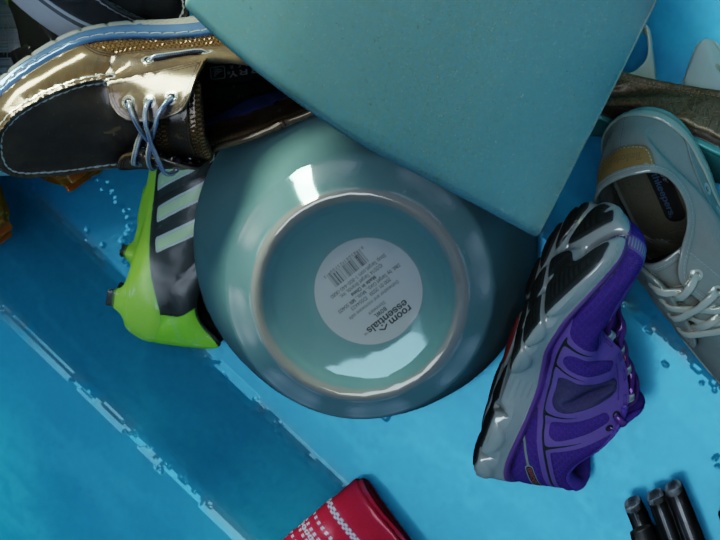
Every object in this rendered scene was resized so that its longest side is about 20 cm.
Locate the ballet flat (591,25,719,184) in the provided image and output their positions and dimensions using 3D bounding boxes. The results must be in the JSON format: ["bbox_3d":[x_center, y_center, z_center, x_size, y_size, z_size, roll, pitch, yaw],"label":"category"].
[{"bbox_3d":[0.157,-0.098,0.974,0.198,0.068,0.073,17,80,17],"label":"ballet flat"}]

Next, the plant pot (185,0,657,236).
[{"bbox_3d":[0.025,-0.140,0.862,0.198,0.142,0.142,23,113,-7],"label":"plant pot"}]

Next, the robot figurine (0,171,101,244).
[{"bbox_3d":[-0.249,-0.115,1.055,0.145,0.058,0.201,-39,88,-19],"label":"robot figurine"}]

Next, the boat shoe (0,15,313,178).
[{"bbox_3d":[-0.103,-0.090,0.926,0.198,0.072,0.073,-21,130,-15],"label":"boat shoe"}]

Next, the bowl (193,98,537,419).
[{"bbox_3d":[0.000,0.000,0.966,0.198,0.105,0.203,1,105,3],"label":"bowl"}]

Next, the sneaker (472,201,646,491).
[{"bbox_3d":[0.121,0.044,0.954,0.082,0.081,0.201,16,137,1],"label":"sneaker"}]

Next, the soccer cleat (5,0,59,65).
[{"bbox_3d":[-0.168,-0.172,1.000,0.064,0.083,0.202,-28,75,41],"label":"soccer cleat"}]

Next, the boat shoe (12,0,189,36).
[{"bbox_3d":[-0.158,-0.180,0.914,0.066,0.199,0.071,-23,42,43],"label":"boat shoe"}]

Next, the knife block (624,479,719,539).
[{"bbox_3d":[0.200,0.223,0.973,0.174,0.064,0.202,24,99,13],"label":"knife block"}]

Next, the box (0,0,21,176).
[{"bbox_3d":[-0.229,-0.153,1.020,0.143,0.036,0.203,-3,77,-15],"label":"box"}]

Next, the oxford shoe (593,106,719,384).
[{"bbox_3d":[0.182,0.008,0.943,0.075,0.058,0.201,-20,112,37],"label":"oxford shoe"}]

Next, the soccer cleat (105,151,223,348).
[{"bbox_3d":[-0.091,-0.052,1.040,0.080,0.068,0.202,14,102,3],"label":"soccer cleat"}]

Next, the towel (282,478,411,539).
[{"bbox_3d":[-0.026,0.237,1.055,0.200,0.022,0.145,-41,82,13],"label":"towel"}]
